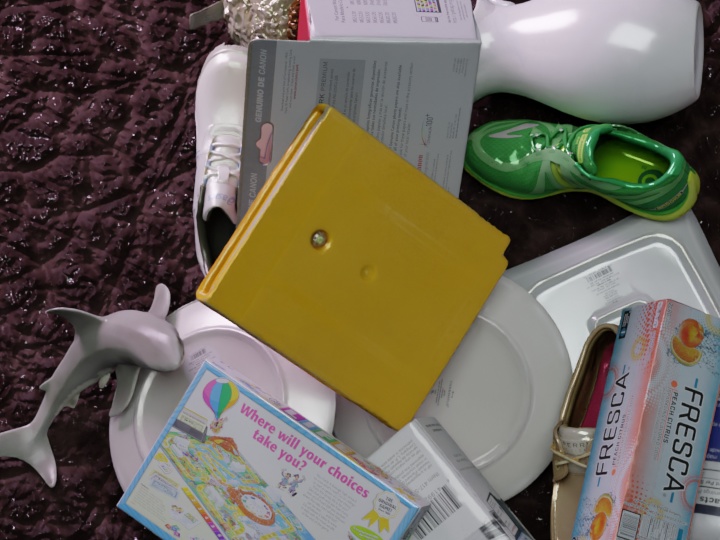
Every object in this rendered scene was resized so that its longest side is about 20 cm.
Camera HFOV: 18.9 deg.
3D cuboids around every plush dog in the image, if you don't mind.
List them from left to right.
[{"bbox_3d":[-0.030,-0.190,1.779,0.172,0.200,0.161,41,108,42],"label":"plush dog"}]

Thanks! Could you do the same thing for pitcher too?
[{"bbox_3d":[0.185,-0.203,1.810,0.200,0.121,0.172,3,56,15],"label":"pitcher"}]

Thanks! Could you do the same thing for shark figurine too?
[{"bbox_3d":[-0.226,0.070,1.721,0.214,0.089,0.128,-36,37,31],"label":"shark figurine"}]

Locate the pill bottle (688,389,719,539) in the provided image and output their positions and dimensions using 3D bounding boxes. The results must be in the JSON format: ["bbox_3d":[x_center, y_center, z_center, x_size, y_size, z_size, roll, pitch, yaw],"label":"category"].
[{"bbox_3d":[0.288,0.165,1.651,0.116,0.116,0.200,13,75,6],"label":"pill bottle"}]

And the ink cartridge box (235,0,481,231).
[{"bbox_3d":[-0.008,-0.120,1.681,0.175,0.200,0.084,1,40,-8],"label":"ink cartridge box"}]

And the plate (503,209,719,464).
[{"bbox_3d":[0.219,0.056,1.758,0.199,0.032,0.200,-24,72,-5],"label":"plate"}]

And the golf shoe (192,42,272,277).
[{"bbox_3d":[-0.100,-0.079,1.739,0.078,0.097,0.200,0,105,6],"label":"golf shoe"}]

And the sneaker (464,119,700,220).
[{"bbox_3d":[0.180,-0.097,1.776,0.200,0.084,0.074,10,66,16],"label":"sneaker"}]

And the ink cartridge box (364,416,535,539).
[{"bbox_3d":[0.057,0.233,1.649,0.146,0.086,0.200,-41,81,10],"label":"ink cartridge box"}]

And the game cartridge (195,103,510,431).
[{"bbox_3d":[0.000,0.000,1.642,0.200,0.032,0.176,36,83,-26],"label":"game cartridge"}]

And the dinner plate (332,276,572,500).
[{"bbox_3d":[0.069,0.095,1.716,0.200,0.024,0.200,0,92,4],"label":"dinner plate"}]

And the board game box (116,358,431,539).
[{"bbox_3d":[-0.066,0.176,1.624,0.200,0.034,0.134,34,97,14],"label":"board game box"}]

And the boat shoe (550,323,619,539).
[{"bbox_3d":[0.177,0.134,1.671,0.074,0.069,0.200,-1,65,34],"label":"boat shoe"}]

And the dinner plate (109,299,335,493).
[{"bbox_3d":[-0.113,0.111,1.689,0.200,0.024,0.200,-8,69,22],"label":"dinner plate"}]

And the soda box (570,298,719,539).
[{"bbox_3d":[0.216,0.126,1.613,0.064,0.068,0.200,21,74,-21],"label":"soda box"}]
